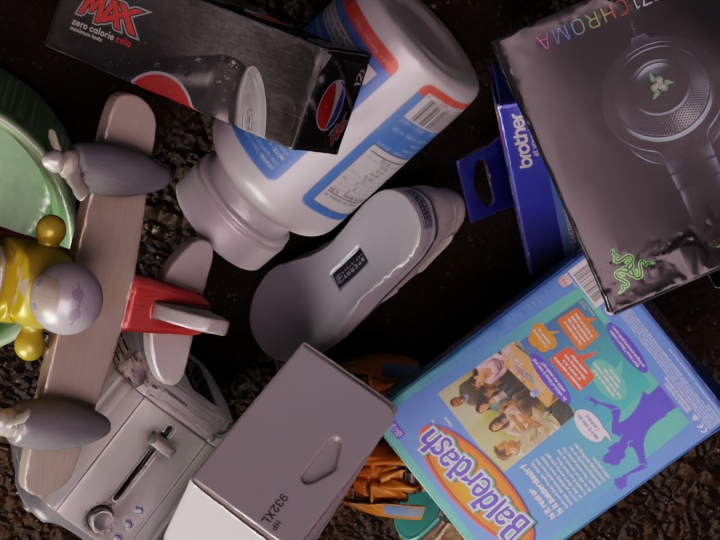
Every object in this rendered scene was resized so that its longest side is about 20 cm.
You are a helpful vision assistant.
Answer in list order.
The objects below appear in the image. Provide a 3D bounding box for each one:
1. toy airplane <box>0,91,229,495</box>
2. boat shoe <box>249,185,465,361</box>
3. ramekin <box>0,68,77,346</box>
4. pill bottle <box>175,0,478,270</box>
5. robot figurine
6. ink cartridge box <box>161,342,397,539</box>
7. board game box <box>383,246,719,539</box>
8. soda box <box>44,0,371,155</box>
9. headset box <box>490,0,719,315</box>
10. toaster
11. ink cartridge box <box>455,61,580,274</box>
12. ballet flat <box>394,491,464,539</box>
[{"bbox_3d":[-0.177,0.017,1.309,0.199,0.141,0.200,-31,102,-7],"label":"toy airplane"},{"bbox_3d":[0.000,0.000,1.452,0.200,0.070,0.071,-43,70,40],"label":"boat shoe"},{"bbox_3d":[-0.286,-0.050,1.409,0.200,0.098,0.200,0,118,-1],"label":"ramekin"},{"bbox_3d":[-0.027,-0.094,1.379,0.200,0.112,0.112,-41,112,19],"label":"pill bottle"},{"bbox_3d":[0.051,0.121,1.489,0.200,0.058,0.145,3,103,21],"label":"robot figurine"},{"bbox_3d":[-0.070,0.165,1.413,0.084,0.145,0.200,35,141,6],"label":"ink cartridge box"},{"bbox_3d":[0.128,0.095,1.406,0.200,0.045,0.152,-38,92,15],"label":"board game box"},{"bbox_3d":[-0.099,-0.138,1.318,0.200,0.063,0.071,24,99,25],"label":"soda box"},{"bbox_3d":[0.199,-0.088,1.301,0.174,0.093,0.200,-23,94,7],"label":"headset box"},{"bbox_3d":[-0.169,0.113,1.462,0.114,0.200,0.129,39,94,-19],"label":"toaster"},{"bbox_3d":[0.167,-0.082,1.409,0.200,0.076,0.137,-11,118,7],"label":"ink cartridge box"},{"bbox_3d":[0.108,0.139,1.545,0.065,0.071,0.200,23,123,-43],"label":"ballet flat"}]
